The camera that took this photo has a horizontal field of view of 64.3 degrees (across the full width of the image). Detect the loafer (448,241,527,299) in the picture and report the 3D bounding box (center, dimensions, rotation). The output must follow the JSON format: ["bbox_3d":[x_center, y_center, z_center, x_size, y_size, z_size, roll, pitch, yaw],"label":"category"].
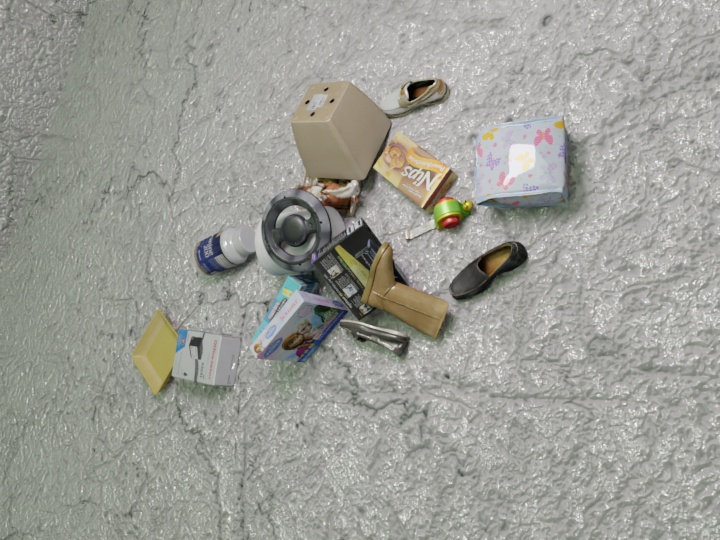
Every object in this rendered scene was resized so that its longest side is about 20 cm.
[{"bbox_3d":[0.273,-0.005,1.283,0.199,0.072,0.074,-39,62,22],"label":"loafer"}]

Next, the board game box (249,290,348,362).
[{"bbox_3d":[-0.153,0.149,1.468,0.201,0.198,0.041,-50,58,16],"label":"board game box"}]

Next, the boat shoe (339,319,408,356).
[{"bbox_3d":[0.025,0.165,1.422,0.196,0.067,0.058,10,80,32],"label":"boat shoe"}]

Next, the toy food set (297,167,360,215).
[{"bbox_3d":[-0.084,-0.234,1.588,0.197,0.060,0.147,9,85,36],"label":"toy food set"}]

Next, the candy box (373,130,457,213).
[{"bbox_3d":[0.135,-0.249,1.443,0.200,0.055,0.116,44,105,32],"label":"candy box"}]

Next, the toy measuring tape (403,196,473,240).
[{"bbox_3d":[0.178,-0.125,1.377,0.197,0.073,0.075,-22,68,29],"label":"toy measuring tape"}]

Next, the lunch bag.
[{"bbox_3d":[0.349,-0.230,1.251,0.195,0.127,0.174,-2,80,24],"label":"lunch bag"}]

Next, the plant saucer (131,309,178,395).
[{"bbox_3d":[-0.650,0.266,1.879,0.199,0.048,0.202,41,103,33],"label":"plant saucer"}]

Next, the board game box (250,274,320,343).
[{"bbox_3d":[-0.196,0.109,1.534,0.046,0.151,0.203,33,100,12],"label":"board game box"}]

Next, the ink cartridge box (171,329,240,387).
[{"bbox_3d":[-0.467,0.262,1.730,0.196,0.083,0.149,3,81,35],"label":"ink cartridge box"}]

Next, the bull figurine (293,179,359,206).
[{"bbox_3d":[-0.097,-0.202,1.505,0.197,0.120,0.067,-5,81,40],"label":"bull figurine"}]

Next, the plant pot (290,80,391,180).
[{"bbox_3d":[-0.066,-0.377,1.500,0.197,0.178,0.203,10,64,35],"label":"plant pot"}]

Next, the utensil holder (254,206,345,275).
[{"bbox_3d":[-0.157,-0.081,1.541,0.196,0.169,0.174,-7,75,31],"label":"utensil holder"}]

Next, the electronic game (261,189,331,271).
[{"bbox_3d":[-0.161,-0.099,1.426,0.195,0.041,0.205,3,98,22],"label":"electronic game"}]

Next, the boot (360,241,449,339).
[{"bbox_3d":[0.113,0.044,1.321,0.196,0.066,0.178,24,125,10],"label":"boot"}]

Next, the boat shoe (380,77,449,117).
[{"bbox_3d":[0.129,-0.457,1.485,0.196,0.068,0.077,-10,74,33],"label":"boat shoe"}]

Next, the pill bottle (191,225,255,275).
[{"bbox_3d":[-0.410,-0.064,1.745,0.197,0.110,0.114,-20,69,30],"label":"pill bottle"}]

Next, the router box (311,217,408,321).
[{"bbox_3d":[0.000,0.000,1.390,0.156,0.201,0.052,-34,22,11],"label":"router box"}]
